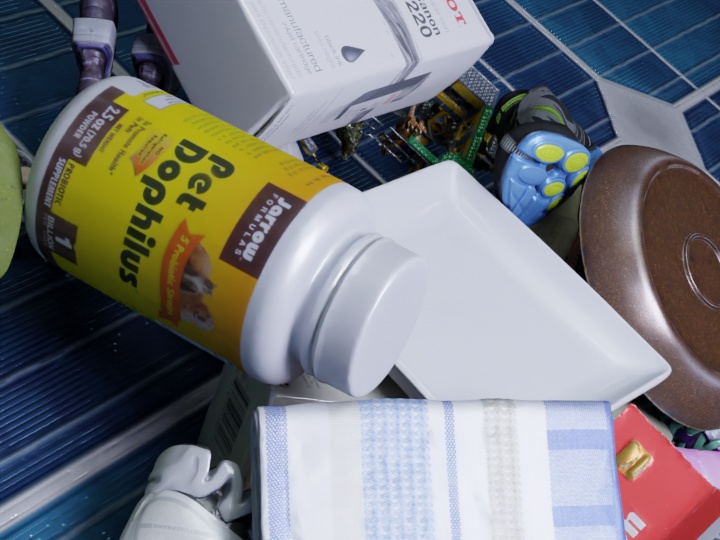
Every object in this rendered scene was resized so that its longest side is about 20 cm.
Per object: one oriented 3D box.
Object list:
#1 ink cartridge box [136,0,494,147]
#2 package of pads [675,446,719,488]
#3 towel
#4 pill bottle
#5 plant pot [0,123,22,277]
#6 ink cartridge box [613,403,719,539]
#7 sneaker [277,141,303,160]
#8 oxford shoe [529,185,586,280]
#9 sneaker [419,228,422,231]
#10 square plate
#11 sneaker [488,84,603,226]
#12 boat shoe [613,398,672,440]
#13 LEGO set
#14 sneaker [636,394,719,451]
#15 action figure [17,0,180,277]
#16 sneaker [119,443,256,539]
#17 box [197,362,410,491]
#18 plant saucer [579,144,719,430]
[{"bbox_3d":[-0.029,-0.169,1.004,0.199,0.085,0.147,-22,79,-46],"label":"ink cartridge box"},{"bbox_3d":[0.249,0.204,0.976,0.119,0.076,0.201,7,43,-29],"label":"package of pads"},{"bbox_3d":[0.040,0.138,0.786,0.197,0.024,0.149,0,77,-17],"label":"towel"},{"bbox_3d":[-0.068,-0.014,0.814,0.198,0.110,0.109,27,33,19],"label":"pill bottle"},{"bbox_3d":[-0.275,-0.039,0.775,0.189,0.200,0.201,9,40,-50],"label":"plant pot"},{"bbox_3d":[0.168,0.193,0.869,0.161,0.050,0.200,-42,76,-8],"label":"ink cartridge box"},{"bbox_3d":[-0.084,-0.057,0.995,0.201,0.072,0.085,-87,158,-59],"label":"sneaker"},{"bbox_3d":[0.134,-0.015,1.162,0.073,0.072,0.200,14,31,9],"label":"oxford shoe"},{"bbox_3d":[0.000,0.000,1.006,0.199,0.087,0.074,-8,52,-43],"label":"sneaker"},{"bbox_3d":[0.064,0.026,0.922,0.198,0.029,0.199,45,36,18],"label":"square plate"},{"bbox_3d":[0.115,-0.082,1.077,0.083,0.071,0.199,48,15,5],"label":"sneaker"},{"bbox_3d":[0.109,0.085,1.020,0.199,0.064,0.074,21,18,-20],"label":"boat shoe"},{"bbox_3d":[0.001,-0.116,1.149,0.199,0.115,0.155,32,53,-24],"label":"LEGO set"},{"bbox_3d":[0.222,0.094,1.088,0.198,0.075,0.088,18,43,-23],"label":"sneaker"},{"bbox_3d":[-0.152,-0.077,0.956,0.128,0.070,0.202,10,54,-2],"label":"action figure"},{"bbox_3d":[-0.038,0.176,0.800,0.199,0.075,0.081,37,60,-6],"label":"sneaker"},{"bbox_3d":[0.014,0.096,0.902,0.198,0.083,0.068,9,24,-28],"label":"box"},{"bbox_3d":[0.220,0.005,1.058,0.199,0.034,0.203,22,57,-39],"label":"plant saucer"}]
